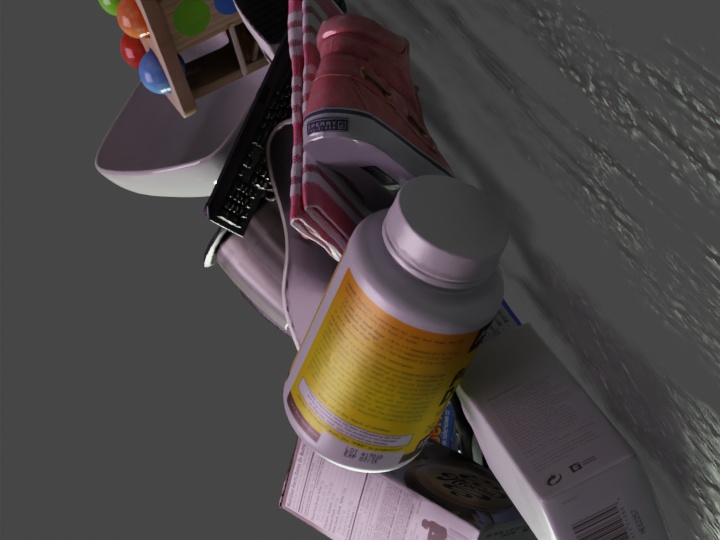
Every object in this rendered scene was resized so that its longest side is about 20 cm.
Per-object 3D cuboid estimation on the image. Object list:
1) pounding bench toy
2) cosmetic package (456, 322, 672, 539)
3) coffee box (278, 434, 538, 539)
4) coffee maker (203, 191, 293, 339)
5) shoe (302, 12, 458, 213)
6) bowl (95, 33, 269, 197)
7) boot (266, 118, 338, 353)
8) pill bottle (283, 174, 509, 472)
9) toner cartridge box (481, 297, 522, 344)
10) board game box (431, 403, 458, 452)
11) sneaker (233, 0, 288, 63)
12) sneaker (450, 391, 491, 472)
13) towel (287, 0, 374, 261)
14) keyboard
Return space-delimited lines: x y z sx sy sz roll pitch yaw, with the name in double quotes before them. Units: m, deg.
"pounding bench toy" -0.145 -0.258 1.582 0.124 0.155 0.201 48 161 53
"cosmetic package" 0.132 0.126 1.262 0.200 0.074 0.102 -121 6 -61
"coffee box" 0.046 0.194 1.545 0.200 0.113 0.080 26 109 37
"coffee maker" 0.000 0.000 1.598 0.200 0.192 0.135 48 169 8
"shoe" 0.024 -0.098 1.279 0.200 0.071 0.091 35 -123 -59
"bowl" -0.130 -0.145 1.723 0.199 0.200 0.075 1 143 46
"boot" 0.007 -0.016 1.428 0.144 0.072 0.201 -3 -96 -50
"pill bottle" 0.027 0.035 1.262 0.109 0.109 0.200 60 140 35
"toner cartridge box" 0.116 0.098 1.445 0.095 0.043 0.200 59 174 50
"board game box" 0.102 0.222 1.934 0.200 0.034 0.136 68 -154 -44
"sneaker" -0.056 -0.195 1.525 0.201 0.074 0.089 64 173 -2
"sneaker" 0.098 0.186 1.610 0.073 0.112 0.201 5 -127 -61
"towel" -0.019 -0.097 1.322 0.146 0.030 0.201 48 -144 -59
"keyboard" -0.049 -0.117 1.425 0.039 0.201 0.104 25 179 16
